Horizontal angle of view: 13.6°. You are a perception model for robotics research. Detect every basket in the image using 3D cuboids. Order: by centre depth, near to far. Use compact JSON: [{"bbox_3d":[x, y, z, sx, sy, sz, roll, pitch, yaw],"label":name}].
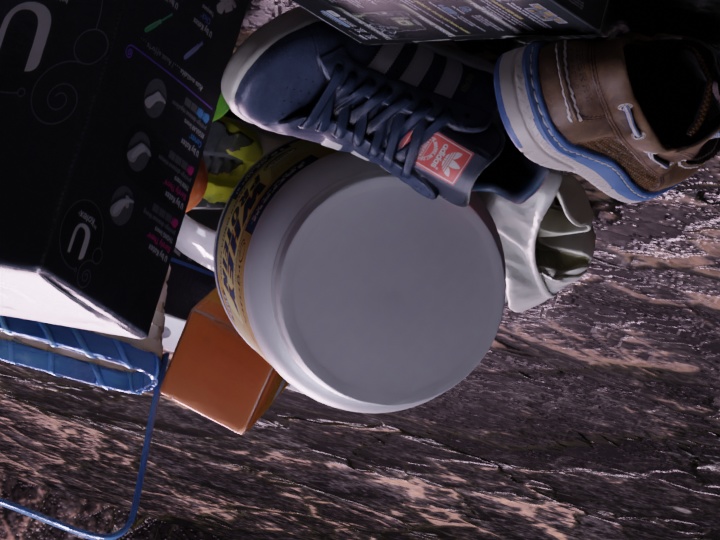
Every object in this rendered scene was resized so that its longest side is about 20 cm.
[{"bbox_3d":[-0.201,0.054,1.890,0.176,0.201,0.139,19,164,-7],"label":"basket"}]

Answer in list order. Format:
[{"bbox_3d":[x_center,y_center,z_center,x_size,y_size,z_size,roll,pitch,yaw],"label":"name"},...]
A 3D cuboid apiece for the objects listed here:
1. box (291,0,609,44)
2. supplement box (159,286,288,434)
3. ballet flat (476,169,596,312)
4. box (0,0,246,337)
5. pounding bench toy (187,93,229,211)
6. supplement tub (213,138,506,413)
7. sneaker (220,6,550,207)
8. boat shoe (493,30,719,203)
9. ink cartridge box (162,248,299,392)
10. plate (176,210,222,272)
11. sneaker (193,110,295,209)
[{"bbox_3d":[-0.005,-0.162,1.355,0.200,0.044,0.160,28,162,-40],"label":"box"},{"bbox_3d":[-0.062,0.036,1.941,0.066,0.069,0.200,26,-157,7],"label":"supplement box"},{"bbox_3d":[0.105,-0.022,1.759,0.069,0.070,0.200,12,163,15],"label":"ballet flat"},{"bbox_3d":[-0.149,-0.084,1.472,0.122,0.201,0.106,8,165,29],"label":"box"},{"bbox_3d":[-0.149,-0.086,1.659,0.155,0.125,0.200,14,166,9],"label":"pounding bench toy"},{"bbox_3d":[0.000,0.000,1.661,0.144,0.145,0.200,19,-178,-12],"label":"supplement tub"},{"bbox_3d":[0.021,-0.075,1.506,0.199,0.075,0.085,6,-142,-44],"label":"sneaker"},{"bbox_3d":[0.139,-0.075,1.438,0.072,0.073,0.200,-14,174,28],"label":"boat shoe"},{"bbox_3d":[-0.098,0.017,2.066,0.199,0.100,0.039,17,136,-9],"label":"ink cartridge box"},{"bbox_3d":[-0.067,-0.018,1.871,0.199,0.032,0.200,24,-171,-32],"label":"plate"},{"bbox_3d":[-0.065,-0.067,1.795,0.199,0.075,0.085,21,-169,-38],"label":"sneaker"}]
